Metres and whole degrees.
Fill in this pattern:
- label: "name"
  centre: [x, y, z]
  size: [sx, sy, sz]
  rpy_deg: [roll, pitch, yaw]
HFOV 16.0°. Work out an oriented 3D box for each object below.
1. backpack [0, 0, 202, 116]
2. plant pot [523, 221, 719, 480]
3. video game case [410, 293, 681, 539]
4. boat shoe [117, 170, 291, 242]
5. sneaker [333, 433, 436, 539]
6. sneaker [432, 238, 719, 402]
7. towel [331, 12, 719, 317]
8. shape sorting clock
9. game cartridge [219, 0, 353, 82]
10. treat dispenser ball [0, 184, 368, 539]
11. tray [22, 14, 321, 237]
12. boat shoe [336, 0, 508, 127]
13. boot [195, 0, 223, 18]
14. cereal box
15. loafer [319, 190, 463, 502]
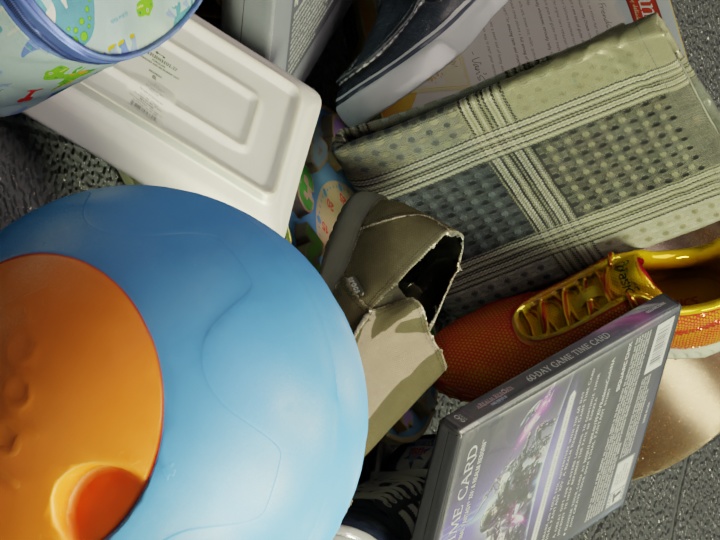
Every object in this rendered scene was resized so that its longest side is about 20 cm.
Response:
- label: "backpack"
  centre: [-0.148, -0.180, 1.118]
  size: [0.201, 0.146, 0.183]
  rpy_deg: [62, 34, -11]
- label: "plant pot"
  centre: [0.135, -0.004, 1.577]
  size: [0.200, 0.186, 0.188]
  rpy_deg: [45, 44, -26]
- label: "video game case"
  centre: [0.097, 0.105, 1.388]
  size: [0.199, 0.019, 0.144]
  rpy_deg: [-25, 137, -44]
- label: "boat shoe"
  centre: [-0.066, -0.017, 1.317]
  size: [0.061, 0.071, 0.202]
  rpy_deg: [-44, 117, -50]
- label: "sneaker"
  centre: [0.016, 0.131, 1.418]
  size: [0.200, 0.070, 0.109]
  rpy_deg: [36, 57, -59]
- label: "sneaker"
  centre: [0.128, 0.022, 1.458]
  size: [0.077, 0.199, 0.073]
  rpy_deg: [91, -22, -51]
- label: "towel"
  centre: [0.104, -0.058, 1.414]
  size: [0.193, 0.199, 0.035]
  rpy_deg: [52, 23, -51]
- label: "shape sorting clock"
  centre: [0.000, 0.000, 1.436]
  size: [0.200, 0.039, 0.201]
  rpy_deg: [46, 37, -49]
- label: "game cartridge"
  centre: [-0.029, -0.173, 1.394]
  size: [0.200, 0.041, 0.134]
  rpy_deg: [-62, 162, -45]
- label: "treat dispenser ball"
  centre: [-0.096, 0.063, 1.117]
  size: [0.201, 0.200, 0.202]
  rpy_deg: [22, 63, -56]
- label: "tray"
  centre: [-0.104, -0.097, 1.244]
  size: [0.199, 0.022, 0.108]
  rpy_deg: [31, 54, -23]
- label: "boat shoe"
  centre: [0.032, -0.167, 1.436]
  size: [0.091, 0.071, 0.200]
  rpy_deg: [50, 56, -10]
- label: "boot"
  centre: [-0.072, -0.208, 1.375]
  size: [0.201, 0.070, 0.145]
  rpy_deg: [-3, 94, -62]
- label: "cereal box"
  centre: [0.098, -0.105, 1.496]
  size: [0.040, 0.199, 0.145]
  rpy_deg: [113, -29, -56]
- label: "loafer"
  centre: [0.005, 0.040, 1.293]
  size: [0.075, 0.069, 0.201]
  rpy_deg: [71, 28, -48]
